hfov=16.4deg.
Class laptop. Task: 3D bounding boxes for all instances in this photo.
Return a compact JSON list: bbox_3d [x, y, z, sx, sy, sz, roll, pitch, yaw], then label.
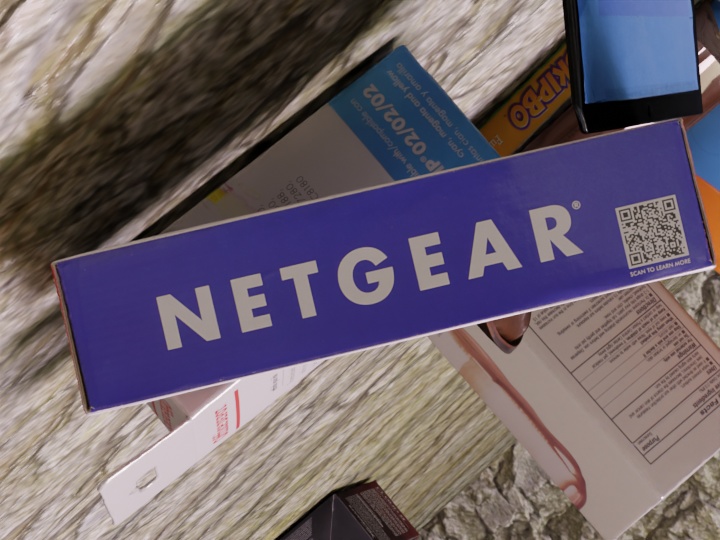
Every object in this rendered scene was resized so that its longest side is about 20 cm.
[{"bbox_3d":[0.132,-0.151,0.807,0.200,0.103,0.177,-43,172,18],"label":"laptop"}]

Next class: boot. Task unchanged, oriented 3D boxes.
[{"bbox_3d":[0.121,-0.049,1.274,0.200,0.064,0.186,-44,170,7],"label":"boot"}]

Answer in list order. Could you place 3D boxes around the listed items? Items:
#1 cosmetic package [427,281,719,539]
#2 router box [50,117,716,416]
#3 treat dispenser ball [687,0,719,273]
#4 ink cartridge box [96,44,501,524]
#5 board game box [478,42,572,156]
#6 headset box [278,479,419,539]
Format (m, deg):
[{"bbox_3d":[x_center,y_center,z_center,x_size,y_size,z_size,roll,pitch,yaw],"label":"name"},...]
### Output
[{"bbox_3d":[0.127,0.046,1.465,0.103,0.200,0.087,-35,169,-29],"label":"cosmetic package"},{"bbox_3d":[0.000,0.000,0.835,0.200,0.049,0.179,-13,180,-4],"label":"router box"},{"bbox_3d":[0.266,-0.078,1.425,0.201,0.201,0.201,-39,171,-7],"label":"treat dispenser ball"},{"bbox_3d":[-0.042,0.009,0.995,0.200,0.068,0.115,-39,171,-10],"label":"ink cartridge box"},{"bbox_3d":[0.091,-0.077,1.278,0.200,0.030,0.096,-47,169,28],"label":"board game box"},{"bbox_3d":[-0.034,0.279,2.392,0.149,0.077,0.200,-41,172,10],"label":"headset box"}]
